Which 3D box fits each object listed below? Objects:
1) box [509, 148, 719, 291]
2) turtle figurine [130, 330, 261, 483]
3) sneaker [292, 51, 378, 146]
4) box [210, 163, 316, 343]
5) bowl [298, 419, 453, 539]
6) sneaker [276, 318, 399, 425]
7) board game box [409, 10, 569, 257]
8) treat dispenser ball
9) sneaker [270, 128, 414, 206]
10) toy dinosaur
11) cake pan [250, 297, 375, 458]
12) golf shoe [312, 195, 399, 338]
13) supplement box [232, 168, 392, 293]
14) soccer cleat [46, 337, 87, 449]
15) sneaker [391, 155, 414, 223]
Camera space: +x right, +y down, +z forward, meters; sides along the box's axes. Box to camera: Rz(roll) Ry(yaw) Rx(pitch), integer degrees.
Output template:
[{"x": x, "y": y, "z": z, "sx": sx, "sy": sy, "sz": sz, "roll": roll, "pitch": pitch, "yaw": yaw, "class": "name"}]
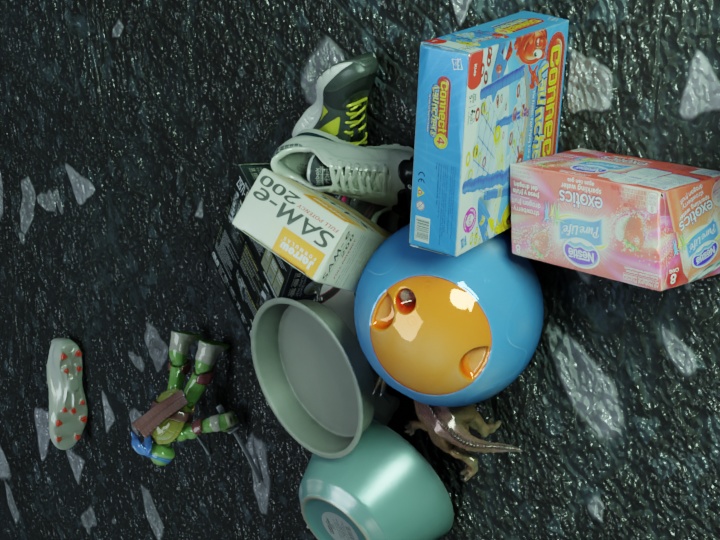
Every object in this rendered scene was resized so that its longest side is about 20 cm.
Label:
[{"x": 0.243, "y": -0.052, "z": 1.394, "sx": 0.200, "sy": 0.102, "sz": 0.095, "roll": 16, "pitch": 114, "yaw": 51, "class": "box"}, {"x": -0.237, "y": 0.196, "z": 2.186, "sx": 0.144, "sy": 0.199, "sz": 0.195, "roll": -156, "pitch": 78, "yaw": -75, "class": "turtle figurine"}, {"x": -0.014, "y": -0.183, "z": 1.752, "sx": 0.085, "sy": 0.074, "sz": 0.200, "roll": 59, "pitch": 151, "yaw": 15, "class": "sneaker"}, {"x": -0.106, "y": -0.013, "z": 1.884, "sx": 0.200, "sy": 0.086, "sz": 0.164, "roll": 60, "pitch": 142, "yaw": 40, "class": "box"}, {"x": 0.003, "y": 0.281, "z": 1.781, "sx": 0.200, "sy": 0.105, "sz": 0.201, "roll": 29, "pitch": 143, "yaw": 25, "class": "bowl"}, {"x": -0.028, "y": 0.117, "z": 1.814, "sx": 0.200, "sy": 0.087, "sz": 0.075, "roll": 51, "pitch": 149, "yaw": -10, "class": "sneaker"}, {"x": 0.127, "y": -0.137, "z": 1.441, "sx": 0.056, "sy": 0.196, "sz": 0.201, "roll": 17, "pitch": 116, "yaw": 31, "class": "board game box"}, {"x": 0.093, "y": 0.043, "z": 1.551, "sx": 0.200, "sy": 0.200, "sz": 0.202, "roll": 23, "pitch": 120, "yaw": 49, "class": "treat dispenser ball"}, {"x": -0.005, "y": -0.109, "z": 1.689, "sx": 0.199, "sy": 0.080, "sz": 0.077, "roll": 11, "pitch": 106, "yaw": 18, "class": "sneaker"}, {"x": 0.085, "y": 0.152, "z": 1.643, "sx": 0.200, "sy": 0.086, "sz": 0.136, "roll": 42, "pitch": 174, "yaw": 42, "class": "toy dinosaur"}, {"x": -0.053, "y": 0.120, "z": 1.717, "sx": 0.200, "sy": 0.037, "sz": 0.201, "roll": 29, "pitch": 131, "yaw": 40, "class": "cake pan"}, {"x": 0.000, "y": 0.000, "z": 1.739, "sx": 0.088, "sy": 0.077, "sz": 0.201, "roll": 0, "pitch": 79, "yaw": 38, "class": "golf shoe"}, {"x": -0.033, "y": -0.036, "z": 1.619, "sx": 0.126, "sy": 0.200, "sz": 0.074, "roll": 34, "pitch": 97, "yaw": 25, "class": "supplement box"}, {"x": -0.523, "y": 0.216, "z": 2.611, "sx": 0.077, "sy": 0.069, "sz": 0.201, "roll": 22, "pitch": 112, "yaw": 55, "class": "soccer cleat"}, {"x": 0.080, "y": -0.096, "z": 1.584, "sx": 0.200, "sy": 0.082, "sz": 0.072, "roll": 116, "pitch": 173, "yaw": -58, "class": "sneaker"}]
